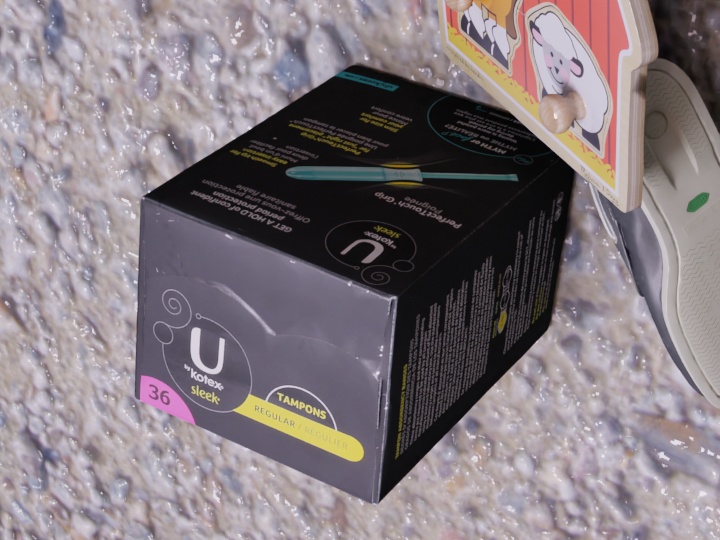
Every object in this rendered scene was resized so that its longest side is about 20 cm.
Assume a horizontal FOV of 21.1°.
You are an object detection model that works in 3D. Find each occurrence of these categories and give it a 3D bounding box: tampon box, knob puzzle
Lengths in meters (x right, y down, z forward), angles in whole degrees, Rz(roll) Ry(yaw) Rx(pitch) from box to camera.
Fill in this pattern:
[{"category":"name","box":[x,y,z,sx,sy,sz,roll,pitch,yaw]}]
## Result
[{"category":"tampon box","box":[0.000,0.000,1.007,0.150,0.200,0.127,21,125,24]},{"category":"knob puzzle","box":[0.072,-0.146,0.909,0.220,0.030,0.220,55,158,35]}]

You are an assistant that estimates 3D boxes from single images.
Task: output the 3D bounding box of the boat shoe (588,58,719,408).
[{"category":"boat shoe","box":[0.162,-0.022,0.987,0.200,0.072,0.068,65,167,-20]}]
